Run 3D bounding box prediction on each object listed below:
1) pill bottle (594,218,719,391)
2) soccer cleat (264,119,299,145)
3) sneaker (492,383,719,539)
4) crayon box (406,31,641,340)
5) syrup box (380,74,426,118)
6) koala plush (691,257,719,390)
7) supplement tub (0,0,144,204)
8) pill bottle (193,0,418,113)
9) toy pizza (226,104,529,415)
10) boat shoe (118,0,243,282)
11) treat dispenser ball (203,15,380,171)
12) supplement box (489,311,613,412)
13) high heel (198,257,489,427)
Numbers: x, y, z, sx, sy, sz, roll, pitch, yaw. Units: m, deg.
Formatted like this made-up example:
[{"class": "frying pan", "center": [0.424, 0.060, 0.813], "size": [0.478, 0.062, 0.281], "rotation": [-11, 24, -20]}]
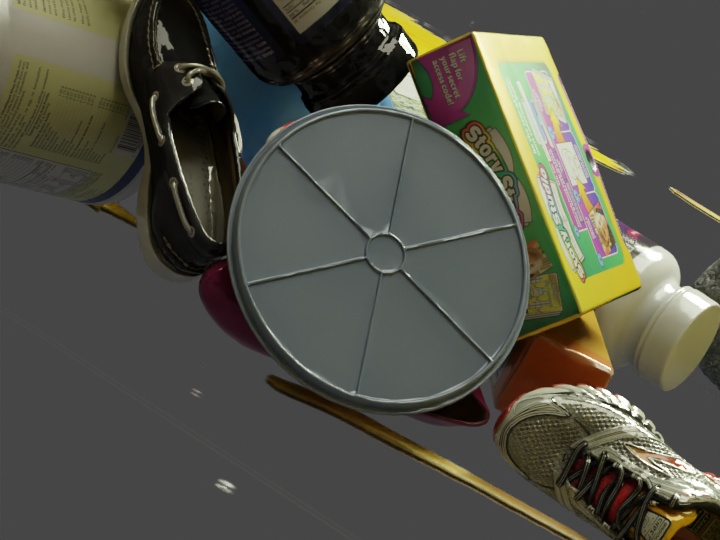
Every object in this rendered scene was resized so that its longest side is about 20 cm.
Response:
[{"class": "pill bottle", "center": [0.189, 0.011, 1.611], "size": [0.200, 0.112, 0.111], "rotation": [35, 17, 26]}, {"class": "soccer cleat", "center": [-0.029, -0.063, 1.328], "size": [0.085, 0.069, 0.200], "rotation": [-9, -1, 24]}, {"class": "sneaker", "center": [0.175, 0.137, 1.230], "size": [0.200, 0.078, 0.082], "rotation": [27, 16, 1]}, {"class": "crayon box", "center": [0.117, -0.062, 1.375], "size": [0.172, 0.058, 0.200], "rotation": [-14, 82, -67]}, {"class": "syrup box", "center": [0.042, -0.080, 1.507], "size": [0.079, 0.082, 0.200], "rotation": [19, 26, -21]}, {"class": "koala plush", "center": [0.393, 0.043, 1.760], "size": [0.183, 0.178, 0.200], "rotation": [21, 16, 19]}, {"class": "supplement tub", "center": [-0.230, -0.130, 1.297], "size": [0.200, 0.145, 0.145], "rotation": [14, 20, -41]}, {"class": "pill bottle", "center": [-0.054, -0.196, 1.318], "size": [0.200, 0.112, 0.112], "rotation": [50, 7, -21]}, {"class": "toy pizza", "center": [0.011, -0.006, 1.227], "size": [0.200, 0.201, 0.032], "rotation": [24, -24, -12]}, {"class": "boat shoe", "center": [-0.109, -0.095, 1.254], "size": [0.074, 0.200, 0.060], "rotation": [12, -24, -36]}, {"class": "treat dispenser ball", "center": [-0.084, -0.140, 1.475], "size": [0.201, 0.201, 0.201], "rotation": [25, 15, -7]}, {"class": "supplement box", "center": [0.135, 0.056, 1.459], "size": [0.066, 0.069, 0.200], "rotation": [27, 16, -6]}, {"class": "high heel", "center": [-0.006, 0.045, 1.238], "size": [0.200, 0.068, 0.096], "rotation": [19, 7, -36]}]
